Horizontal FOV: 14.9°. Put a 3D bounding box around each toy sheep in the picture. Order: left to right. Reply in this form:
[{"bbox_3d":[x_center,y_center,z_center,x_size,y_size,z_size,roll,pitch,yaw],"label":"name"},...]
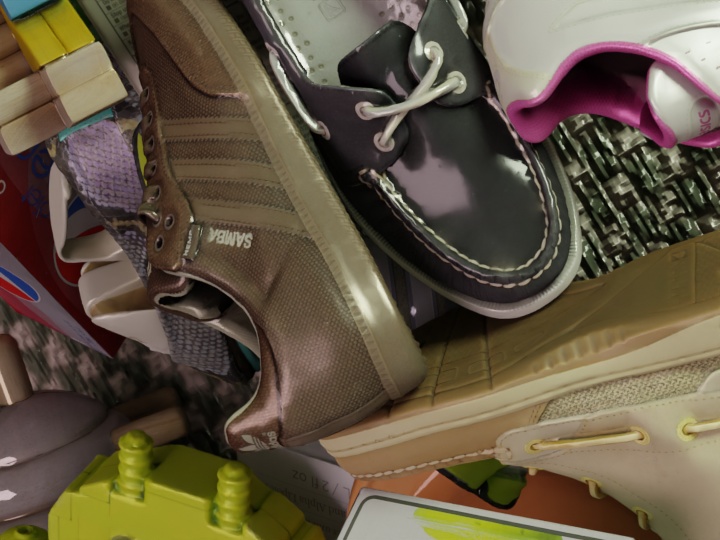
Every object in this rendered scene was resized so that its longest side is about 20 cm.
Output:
[{"bbox_3d":[-0.130,0.122,1.271,0.138,0.138,0.201,-13,99,44],"label":"toy sheep"}]

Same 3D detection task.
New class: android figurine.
[{"bbox_3d":[-0.074,0.155,1.165,0.181,0.041,0.201,18,125,18],"label":"android figurine"}]

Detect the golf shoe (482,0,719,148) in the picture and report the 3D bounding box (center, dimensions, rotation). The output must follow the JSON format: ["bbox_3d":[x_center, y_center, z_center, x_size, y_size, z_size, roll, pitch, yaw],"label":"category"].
[{"bbox_3d":[0.137,-0.076,0.931,0.199,0.092,0.075,2,150,9],"label":"golf shoe"}]

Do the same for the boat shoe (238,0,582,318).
[{"bbox_3d":[0.008,-0.073,0.953,0.201,0.074,0.060,60,180,16],"label":"boat shoe"}]

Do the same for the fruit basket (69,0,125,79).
[{"bbox_3d":[-0.108,-0.140,1.154,0.200,0.094,0.186,40,131,14],"label":"fruit basket"}]

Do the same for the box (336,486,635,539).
[{"bbox_3d":[0.075,0.161,0.999,0.116,0.060,0.200,7,150,35],"label":"box"}]

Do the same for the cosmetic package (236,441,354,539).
[{"bbox_3d":[0.008,0.156,1.215,0.101,0.074,0.201,15,119,35],"label":"cosmetic package"}]

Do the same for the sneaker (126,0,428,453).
[{"bbox_3d":[-0.052,-0.027,0.966,0.200,0.075,0.071,59,178,31],"label":"sneaker"}]

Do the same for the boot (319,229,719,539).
[{"bbox_3d":[0.098,0.076,0.974,0.199,0.073,0.156,-18,116,19],"label":"boot"}]

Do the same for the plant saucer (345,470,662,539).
[{"bbox_3d":[0.087,0.126,1.102,0.199,0.037,0.201,6,115,13],"label":"plant saucer"}]

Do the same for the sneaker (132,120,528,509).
[{"bbox_3d":[0.000,0.000,1.041,0.200,0.074,0.081,38,91,-3],"label":"sneaker"}]

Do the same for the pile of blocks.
[{"bbox_3d":[-0.156,-0.112,1.043,0.200,0.062,0.082,51,165,45],"label":"pile of blocks"}]

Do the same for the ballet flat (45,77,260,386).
[{"bbox_3d":[-0.093,-0.010,1.170,0.072,0.072,0.201,30,157,27],"label":"ballet flat"}]

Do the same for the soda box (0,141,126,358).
[{"bbox_3d":[-0.152,-0.041,1.182,0.063,0.070,0.200,23,163,31],"label":"soda box"}]

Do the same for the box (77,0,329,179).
[{"bbox_3d":[-0.040,-0.096,1.075,0.095,0.078,0.200,-23,110,22],"label":"box"}]
